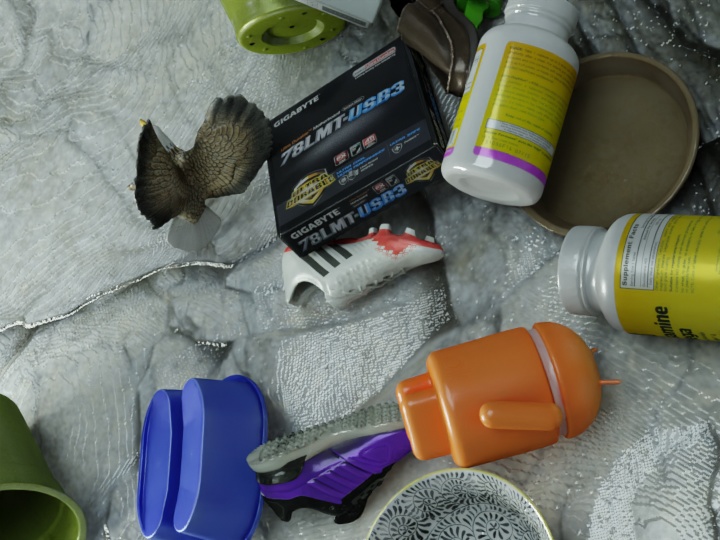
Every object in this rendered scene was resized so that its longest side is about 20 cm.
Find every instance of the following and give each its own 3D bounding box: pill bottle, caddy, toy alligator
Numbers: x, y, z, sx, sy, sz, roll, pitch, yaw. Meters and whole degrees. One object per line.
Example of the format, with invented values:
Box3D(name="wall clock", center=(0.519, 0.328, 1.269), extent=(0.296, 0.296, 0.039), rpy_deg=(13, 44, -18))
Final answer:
Box3D(name="pill bottle", center=(0.288, 0.006, 1.247), extent=(0.200, 0.112, 0.113), rpy_deg=(4, 75, 32))
Box3D(name="pill bottle", center=(0.155, -0.172, 1.359), extent=(0.104, 0.104, 0.200), rpy_deg=(12, 79, 33))
Box3D(name="caddy", center=(-0.157, 0.205, 1.441), extent=(0.141, 0.105, 0.200), rpy_deg=(-20, 62, 48))
Box3D(name="toy alligator", center=(0.121, -0.339, 1.506), extent=(0.054, 0.059, 0.200), rpy_deg=(-5, 64, -14))

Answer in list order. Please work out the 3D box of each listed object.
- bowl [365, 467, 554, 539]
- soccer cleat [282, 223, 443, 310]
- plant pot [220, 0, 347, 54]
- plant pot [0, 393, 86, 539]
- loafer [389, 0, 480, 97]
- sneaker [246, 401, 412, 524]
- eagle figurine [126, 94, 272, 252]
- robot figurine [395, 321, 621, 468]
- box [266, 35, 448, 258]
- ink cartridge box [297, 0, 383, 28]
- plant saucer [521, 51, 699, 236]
Box3D(name="bowl", center=(0.105, 0.289, 1.261), extent=(0.200, 0.094, 0.201), rpy_deg=(-10, 68, 26))
Box3D(name="soccer cleat", center=(0.000, 0.000, 1.447), extent=(0.200, 0.069, 0.085), rpy_deg=(-2, 77, 34))
Box3D(name="plant pot", center=(-0.096, -0.360, 1.568), extent=(0.200, 0.200, 0.193), rpy_deg=(-17, 76, 24))
Box3D(name="plant pot", center=(-0.430, 0.241, 1.550), extent=(0.200, 0.200, 0.190), rpy_deg=(-40, 46, 12))
Box3D(name="loafer", center=(0.074, -0.249, 1.464), extent=(0.071, 0.073, 0.200), rpy_deg=(-5, 41, -14))
Box3D(name="sneaker", center=(-0.006, 0.200, 1.379), extent=(0.200, 0.070, 0.100), rpy_deg=(-17, 99, 5))
Box3D(name="eagle figurine", center=(-0.195, -0.112, 1.514), extent=(0.200, 0.151, 0.152), rpy_deg=(-10, 61, 67))
Box3D(name="robot figurine", center=(0.137, 0.116, 1.273), extent=(0.200, 0.144, 0.117), rpy_deg=(-16, 67, -2))
Box3D(name="box", center=(-0.008, -0.136, 1.475), extent=(0.200, 0.050, 0.199), rpy_deg=(-29, 43, 17))
Box3D(name="ink cartridge box", center=(-0.049, -0.377, 1.469), extent=(0.200, 0.044, 0.174), rpy_deg=(21, 89, -3))
Box3D(name="plant saucer", center=(0.243, -0.123, 1.370), extent=(0.200, 0.029, 0.200), rpy_deg=(-11, 67, 26))
